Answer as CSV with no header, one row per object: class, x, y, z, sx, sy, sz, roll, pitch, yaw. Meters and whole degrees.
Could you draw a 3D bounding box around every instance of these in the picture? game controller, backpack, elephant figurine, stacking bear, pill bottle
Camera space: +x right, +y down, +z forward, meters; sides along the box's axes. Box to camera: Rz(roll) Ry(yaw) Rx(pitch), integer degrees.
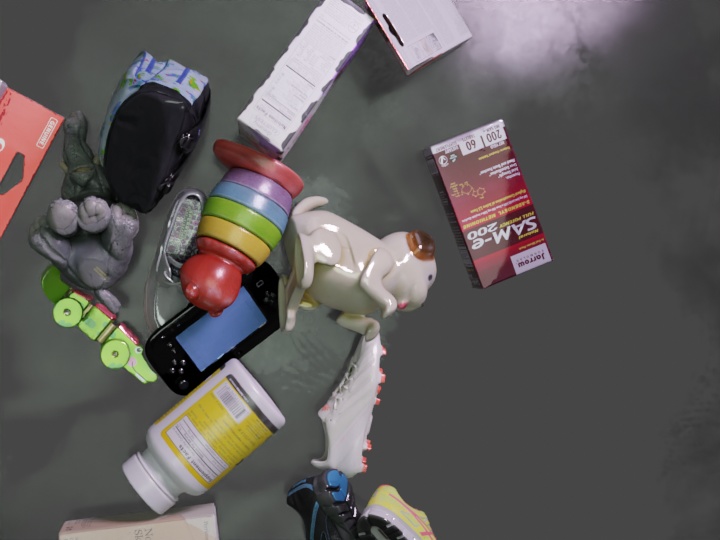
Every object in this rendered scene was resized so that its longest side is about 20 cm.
game controller,-0.182,0.073,1.617,0.200,0.042,0.105,-38,128,-9
backpack,-0.253,-0.189,1.545,0.153,0.200,0.164,27,119,5
elephant figurine,-0.339,-0.078,1.580,0.141,0.200,0.156,24,114,-22
stacking bear,-0.161,-0.043,1.564,0.113,0.121,0.201,17,75,29
pill bottle,-0.204,0.216,1.598,0.200,0.111,0.112,-39,95,-4

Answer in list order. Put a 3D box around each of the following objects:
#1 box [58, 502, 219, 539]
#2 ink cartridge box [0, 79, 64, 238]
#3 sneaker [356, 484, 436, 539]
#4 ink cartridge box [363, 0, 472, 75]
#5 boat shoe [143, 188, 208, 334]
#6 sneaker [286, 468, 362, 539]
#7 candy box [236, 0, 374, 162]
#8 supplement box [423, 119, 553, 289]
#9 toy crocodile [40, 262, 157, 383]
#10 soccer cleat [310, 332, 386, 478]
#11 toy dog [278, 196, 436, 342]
box,-0.281,0.362,1.607,0.198,0.078,0.096,-7,91,-7
ink cartridge box,-0.503,-0.154,1.590,0.175,0.045,0.201,28,88,-5
sneaker,0.076,0.361,1.655,0.078,0.091,0.200,-25,117,26
ink cartridge box,0.062,-0.312,1.588,0.050,0.200,0.109,-29,96,36
boat shoe,-0.233,-0.007,1.612,0.071,0.069,0.201,18,89,-7
sneaker,-0.024,0.354,1.653,0.081,0.073,0.201,-20,103,28
candy box,-0.073,-0.242,1.578,0.071,0.168,0.201,35,87,-4
supplement box,0.170,-0.087,1.665,0.108,0.061,0.201,-22,94,-7
toy crocodile,-0.335,0.071,1.602,0.200,0.068,0.062,42,85,-5
soccer cleat,-0.015,0.174,1.645,0.077,0.069,0.202,11,92,-4
toy dog,0.000,0.000,1.610,0.198,0.195,0.140,6,134,-16
